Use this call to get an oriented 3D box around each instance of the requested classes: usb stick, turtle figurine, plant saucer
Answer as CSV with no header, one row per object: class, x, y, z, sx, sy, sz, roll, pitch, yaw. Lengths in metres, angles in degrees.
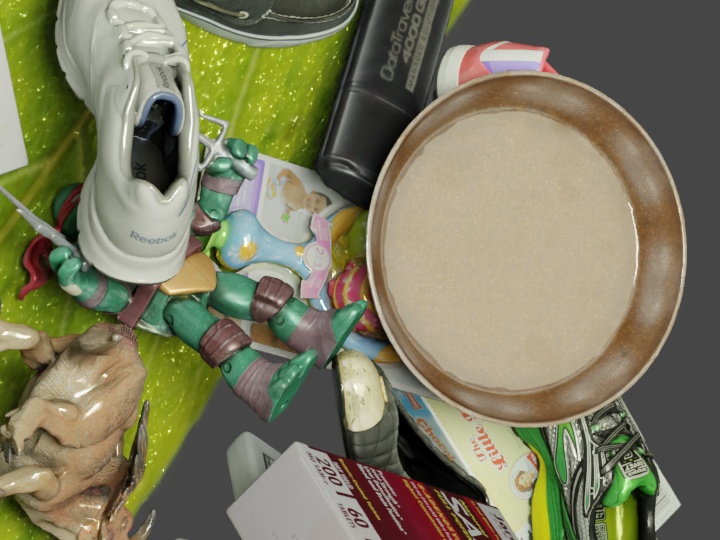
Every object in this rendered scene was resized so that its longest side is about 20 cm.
usb stick,0.019,-0.125,1.735,0.055,0.033,0.200,27,58,-19
turtle figurine,-0.102,-0.008,1.625,0.200,0.101,0.150,36,56,6
plant saucer,0.090,-0.012,1.695,0.200,0.034,0.201,0,89,-22

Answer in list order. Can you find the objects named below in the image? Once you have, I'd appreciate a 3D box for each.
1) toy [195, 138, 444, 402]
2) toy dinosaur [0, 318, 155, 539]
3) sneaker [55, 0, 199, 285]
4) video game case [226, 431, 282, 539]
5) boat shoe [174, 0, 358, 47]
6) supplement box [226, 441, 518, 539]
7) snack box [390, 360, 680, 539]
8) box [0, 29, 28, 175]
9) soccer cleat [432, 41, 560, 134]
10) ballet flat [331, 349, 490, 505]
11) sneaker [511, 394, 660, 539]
toy,0.000,0.000,1.712,0.199,0.047,0.116,15,71,-19
toy dinosaur,-0.147,0.078,1.580,0.135,0.200,0.086,-3,48,-36
sneaker,-0.111,-0.095,1.563,0.074,0.087,0.201,-1,63,-21
video game case,0.007,0.195,1.663,0.182,0.200,0.023,36,110,-27
boat shoe,-0.079,-0.170,1.685,0.199,0.057,0.069,10,82,-32
supplement box,0.028,0.168,1.632,0.061,0.109,0.200,-45,145,17
snack box,0.100,0.099,1.802,0.116,0.037,0.200,-42,109,-28
box,-0.257,-0.129,1.555,0.144,0.036,0.201,-23,111,-32
soccer cleat,0.119,-0.062,1.779,0.200,0.073,0.068,50,47,-39
ballet flat,0.024,0.094,1.687,0.200,0.057,0.067,58,24,-60
sneaker,0.141,0.097,1.755,0.078,0.085,0.201,-14,95,-33
